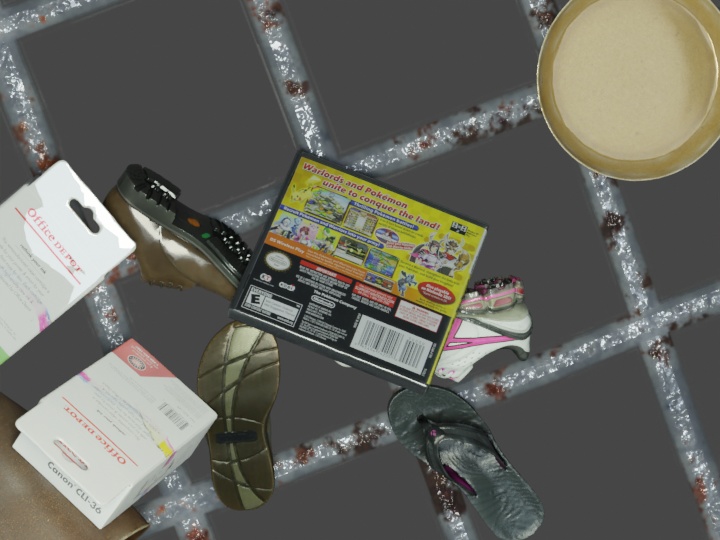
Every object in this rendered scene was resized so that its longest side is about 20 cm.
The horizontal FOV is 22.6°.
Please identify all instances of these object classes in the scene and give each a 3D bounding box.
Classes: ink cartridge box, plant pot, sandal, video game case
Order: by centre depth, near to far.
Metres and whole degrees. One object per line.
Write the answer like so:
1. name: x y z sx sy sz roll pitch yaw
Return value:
1. ink cartridge box: -0.234 0.155 1.650 0.116 0.200 0.068 41 121 8
2. plant pot: -0.330 0.215 1.688 0.187 0.187 0.200 -37 85 1
3. video game case: 0.000 0.000 1.693 0.199 0.026 0.181 21 66 2
4. ink cartridge box: -0.316 -0.007 1.694 0.200 0.067 0.117 -38 99 7
5. plant pot: 0.267 -0.188 1.742 0.199 0.027 0.201 -1 98 -4
6. sandal: -0.113 0.136 1.749 0.081 0.055 0.201 -3 113 2
7. sandal: 0.109 0.188 1.771 0.075 0.048 0.200 -45 99 3

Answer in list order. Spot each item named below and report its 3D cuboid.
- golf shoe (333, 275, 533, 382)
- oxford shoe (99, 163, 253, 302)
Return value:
1. golf shoe: 0.071 0.071 1.740 0.199 0.073 0.093 -14 100 -3
2. oxford shoe: -0.164 -0.011 1.720 0.200 0.073 0.084 39 111 -7
